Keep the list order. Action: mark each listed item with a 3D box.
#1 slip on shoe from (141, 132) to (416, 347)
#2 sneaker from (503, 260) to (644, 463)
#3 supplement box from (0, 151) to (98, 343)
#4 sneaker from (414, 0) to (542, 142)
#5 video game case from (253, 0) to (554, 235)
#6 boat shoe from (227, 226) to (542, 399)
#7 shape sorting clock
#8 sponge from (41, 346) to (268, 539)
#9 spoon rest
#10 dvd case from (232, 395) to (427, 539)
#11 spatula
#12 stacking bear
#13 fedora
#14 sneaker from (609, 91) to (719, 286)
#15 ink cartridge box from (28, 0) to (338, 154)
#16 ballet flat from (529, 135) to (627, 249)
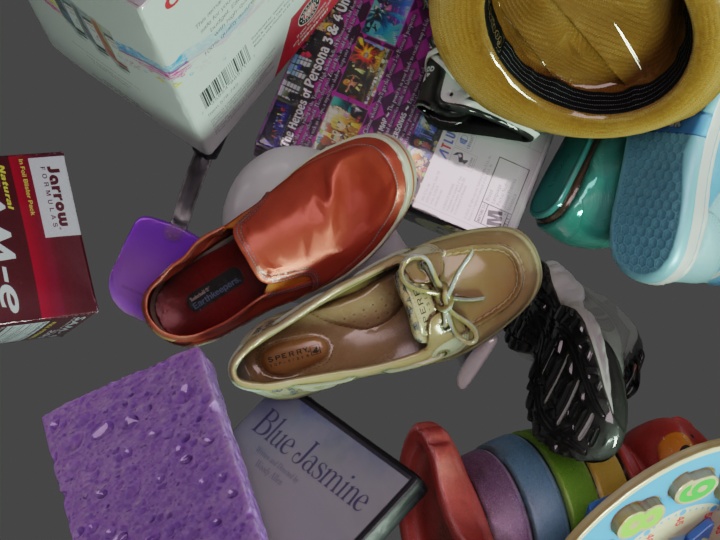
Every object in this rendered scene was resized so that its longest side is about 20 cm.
[{"bbox_3d":[-0.051,-0.015,1.228,0.199,0.061,0.074,-32,87,13],"label":"slip on shoe"},{"bbox_3d":[0.143,0.056,1.225,0.079,0.200,0.074,22,111,-11],"label":"sneaker"},{"bbox_3d":[-0.267,-0.007,1.209,0.199,0.061,0.110,-7,78,-36],"label":"supplement box"},{"bbox_3d":[0.059,-0.164,1.272,0.201,0.076,0.115,45,75,1],"label":"sneaker"},{"bbox_3d":[0.049,-0.133,1.323,0.180,0.036,0.201,22,77,-2],"label":"video game case"},{"bbox_3d":[0.016,0.032,1.214,0.199,0.063,0.074,-25,88,10],"label":"boat shoe"},{"bbox_3d":[0.182,0.180,1.204,0.199,0.200,0.039,-35,52,-12],"label":"shape sorting clock"},{"bbox_3d":[-0.116,0.149,1.194,0.111,0.030,0.201,-24,55,4],"label":"sponge"},{"bbox_3d":[0.000,0.000,1.279,0.200,0.061,0.100,36,103,8],"label":"spoon rest"},{"bbox_3d":[-0.071,0.169,1.212,0.200,0.018,0.142,-46,44,-13],"label":"dvd case"},{"bbox_3d":[-0.106,-0.062,1.297,0.056,0.021,0.201,23,74,-13],"label":"spatula"},{"bbox_3d":[0.133,0.143,1.241,0.199,0.114,0.122,-12,63,-20],"label":"stacking bear"},{"bbox_3d":[0.137,-0.168,1.200,0.199,0.201,0.082,13,48,-4],"label":"fedora"},{"bbox_3d":[0.236,-0.083,1.291,0.130,0.079,0.201,12,96,-41],"label":"sneaker"},{"bbox_3d":[-0.118,-0.199,1.218,0.144,0.200,0.146,36,76,18],"label":"ink cartridge box"},{"bbox_3d":[0.176,-0.102,1.325,0.070,0.067,0.201,30,76,-25],"label":"ballet flat"}]
